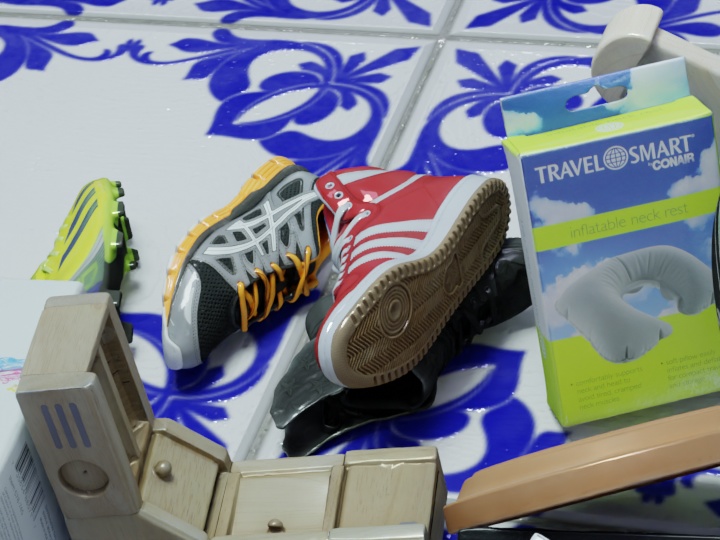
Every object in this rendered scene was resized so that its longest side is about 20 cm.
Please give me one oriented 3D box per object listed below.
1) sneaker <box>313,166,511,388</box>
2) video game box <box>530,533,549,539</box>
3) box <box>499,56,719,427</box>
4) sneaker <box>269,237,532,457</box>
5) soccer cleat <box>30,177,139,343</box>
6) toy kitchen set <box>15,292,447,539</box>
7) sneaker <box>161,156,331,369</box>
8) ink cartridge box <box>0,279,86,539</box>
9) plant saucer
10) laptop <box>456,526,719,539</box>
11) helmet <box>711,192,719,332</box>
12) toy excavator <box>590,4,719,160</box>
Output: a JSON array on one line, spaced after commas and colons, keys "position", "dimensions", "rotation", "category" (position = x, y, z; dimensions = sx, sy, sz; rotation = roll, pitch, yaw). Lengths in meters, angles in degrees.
[{"position": [0.000, 0.000, 1.325], "dimensions": [0.112, 0.071, 0.200], "rotation": [10, 36, 30], "category": "sneaker"}, {"position": [0.114, 0.250, 1.016], "dimensions": [0.200, 0.047, 0.182], "rotation": [30, 84, 30], "category": "video game box"}, {"position": [0.158, -0.016, 1.294], "dimensions": [0.122, 0.200, 0.048], "rotation": [-13, 20, -5], "category": "box"}, {"position": [0.037, 0.049, 1.356], "dimensions": [0.200, 0.060, 0.104], "rotation": [-16, 37, -1], "category": "sneaker"}, {"position": [-0.194, 0.004, 1.452], "dimensions": [0.084, 0.065, 0.200], "rotation": [-8, 38, 5], "category": "soccer cleat"}, {"position": [-0.071, 0.127, 1.177], "dimensions": [0.200, 0.181, 0.163], "rotation": [-5, 39, 12], "category": "toy kitchen set"}, {"position": [-0.067, -0.004, 1.430], "dimensions": [0.077, 0.078, 0.200], "rotation": [20, 47, 19], "category": "sneaker"}, {"position": [-0.238, 0.119, 1.250], "dimensions": [0.145, 0.145, 0.200], "rotation": [2, 39, 14], "category": "ink cartridge box"}, {"position": [0.141, 0.105, 1.176], "dimensions": [0.200, 0.200, 0.032], "rotation": [-13, 81, -6], "category": "plant saucer"}, {"position": [0.127, 0.235, 1.064], "dimensions": [0.177, 0.200, 0.103], "rotation": [1, 3, 11], "category": "laptop"}, {"position": [0.287, -0.016, 1.198], "dimensions": [0.200, 0.191, 0.200], "rotation": [8, -3, 0], "category": "helmet"}, {"position": [0.246, -0.069, 1.344], "dimensions": [0.194, 0.200, 0.100], "rotation": [7, 40, 19], "category": "toy excavator"}]
